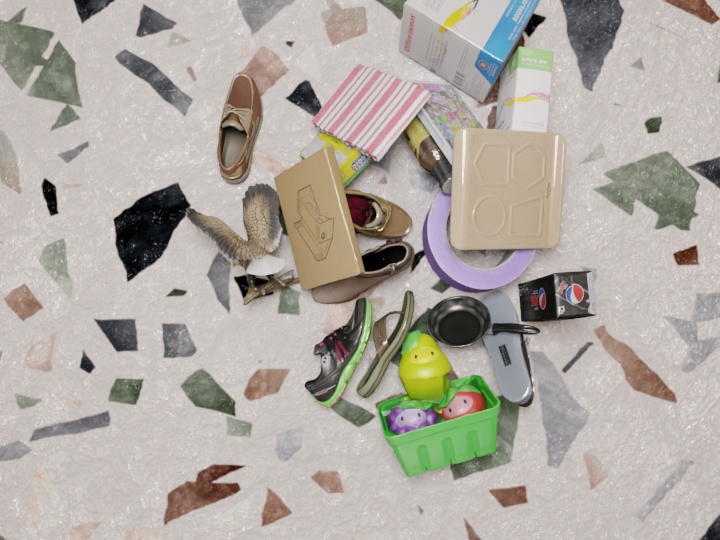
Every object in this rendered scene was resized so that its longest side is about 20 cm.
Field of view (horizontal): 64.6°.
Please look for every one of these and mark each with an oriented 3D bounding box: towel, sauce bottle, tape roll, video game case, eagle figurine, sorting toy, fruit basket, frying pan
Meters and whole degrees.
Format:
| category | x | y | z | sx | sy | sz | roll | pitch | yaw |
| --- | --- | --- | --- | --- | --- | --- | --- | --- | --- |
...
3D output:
| category | x | y | z | sx | sy | sz | roll | pitch | yaw |
| --- | --- | --- | --- | --- | --- | --- | --- | --- | --- |
| towel | 0.015 | -0.275 | 0.984 | 0.147 | 0.030 | 0.199 | -50 | 50 | -5 |
| sauce bottle | 0.121 | -0.221 | 1.002 | 0.063 | 0.065 | 0.204 | -21 | 56 | -1 |
| tape roll | 0.210 | -0.065 | 1.016 | 0.193 | 0.085 | 0.207 | 0 | 84 | 1 |
| video game case | 0.164 | -0.255 | 1.000 | 0.141 | 0.018 | 0.203 | -11 | 63 | -42 |
| eagle figurine | -0.201 | -0.051 | 0.998 | 0.147 | 0.151 | 0.205 | -22 | 89 | 18 |
| sorting toy | 0.238 | -0.131 | 0.932 | 0.193 | 0.036 | 0.192 | -1 | 98 | -14 |
| fruit basket | 0.123 | 0.212 | 0.966 | 0.208 | 0.156 | 0.223 | -1 | 101 | -4 |
| frying pan | 0.208 | 0.086 | 0.996 | 0.184 | 0.031 | 0.117 | -9 | 43 | 8 |

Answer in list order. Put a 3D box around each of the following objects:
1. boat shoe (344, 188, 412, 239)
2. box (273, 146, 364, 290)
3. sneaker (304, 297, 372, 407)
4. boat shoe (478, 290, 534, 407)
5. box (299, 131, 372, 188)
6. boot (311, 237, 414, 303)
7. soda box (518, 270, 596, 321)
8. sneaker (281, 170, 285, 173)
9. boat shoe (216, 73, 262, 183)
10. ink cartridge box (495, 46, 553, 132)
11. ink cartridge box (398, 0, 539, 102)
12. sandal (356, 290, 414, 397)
| category | x | y | z | sx | sy | sz | roll | pitch | yaw |
| --- | --- | --- | --- | --- | --- | --- | --- | --- | --- |
| boat shoe | 0.016 | -0.094 | 0.989 | 0.195 | 0.066 | 0.076 | 12 | 98 | -30 |
| box | -0.072 | -0.080 | 0.942 | 0.021 | 0.161 | 0.206 | -14 | 89 | -40 |
| sneaker | -0.037 | 0.136 | 1.000 | 0.082 | 0.077 | 0.204 | 26 | 83 | 0 |
| boat shoe | 0.263 | 0.136 | 0.998 | 0.072 | 0.068 | 0.204 | -27 | 55 | 21 |
| box | -0.007 | -0.245 | 1.027 | 0.200 | 0.048 | 0.117 | -46 | 48 | -2 |
| boot | 0.000 | 0.000 | 0.978 | 0.195 | 0.146 | 0.072 | -26 | 85 | -2 |
| soda box | 0.320 | 0.047 | 0.944 | 0.061 | 0.200 | 0.073 | -3 | 84 | 0 |
| sneaker | -0.096 | -0.089 | 1.025 | 0.084 | 0.074 | 0.202 | -37 | 77 | 10 |
| boat shoe | -0.223 | -0.266 | 1.044 | 0.073 | 0.072 | 0.207 | 3 | 84 | 1 |
| ink cartridge box | 0.286 | -0.273 | 1.019 | 0.065 | 0.117 | 0.207 | 7 | 84 | -2 |
| ink cartridge box | 0.186 | -0.441 | 1.020 | 0.197 | 0.147 | 0.147 | 32 | 81 | 4 |
| sandal | 0.039 | 0.124 | 0.998 | 0.056 | 0.080 | 0.205 | 30 | 86 | -1 |
